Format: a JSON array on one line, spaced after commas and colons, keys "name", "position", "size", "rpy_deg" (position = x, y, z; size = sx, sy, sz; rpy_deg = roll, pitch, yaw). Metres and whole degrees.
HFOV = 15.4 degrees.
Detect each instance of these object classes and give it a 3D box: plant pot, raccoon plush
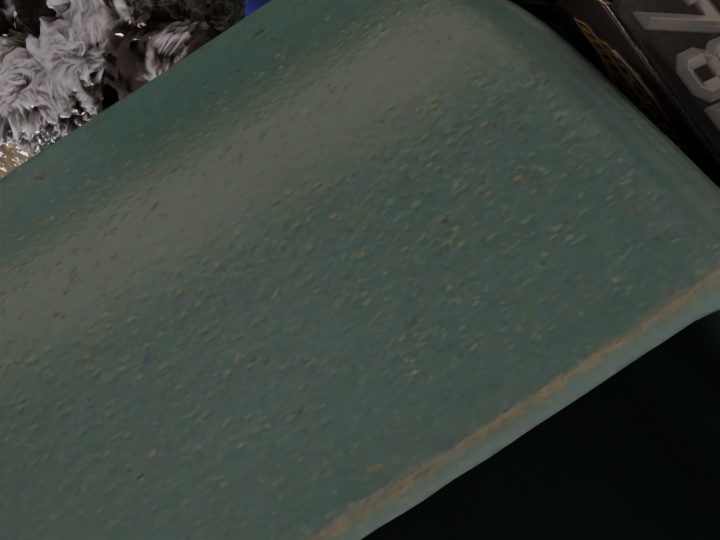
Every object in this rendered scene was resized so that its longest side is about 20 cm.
[{"name": "plant pot", "position": [0.003, 0.042, 0.660], "size": [0.196, 0.195, 0.200], "rpy_deg": [55, -177, -45]}, {"name": "raccoon plush", "position": [-0.058, -0.062, 0.969], "size": [0.134, 0.097, 0.200], "rpy_deg": [12, -149, -50]}]

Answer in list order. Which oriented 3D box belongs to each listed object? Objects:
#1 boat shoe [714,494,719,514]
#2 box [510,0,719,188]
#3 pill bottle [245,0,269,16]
[{"name": "boat shoe", "position": [0.170, 0.129, 0.740], "size": [0.200, 0.066, 0.070], "rpy_deg": [30, -178, -9]}, {"name": "box", "position": [0.106, -0.008, 0.674], "size": [0.200, 0.050, 0.198], "rpy_deg": [51, 175, -12]}, {"name": "pill bottle", "position": [-0.022, -0.056, 1.158], "size": [0.200, 0.114, 0.114], "rpy_deg": [51, 176, -25]}]
